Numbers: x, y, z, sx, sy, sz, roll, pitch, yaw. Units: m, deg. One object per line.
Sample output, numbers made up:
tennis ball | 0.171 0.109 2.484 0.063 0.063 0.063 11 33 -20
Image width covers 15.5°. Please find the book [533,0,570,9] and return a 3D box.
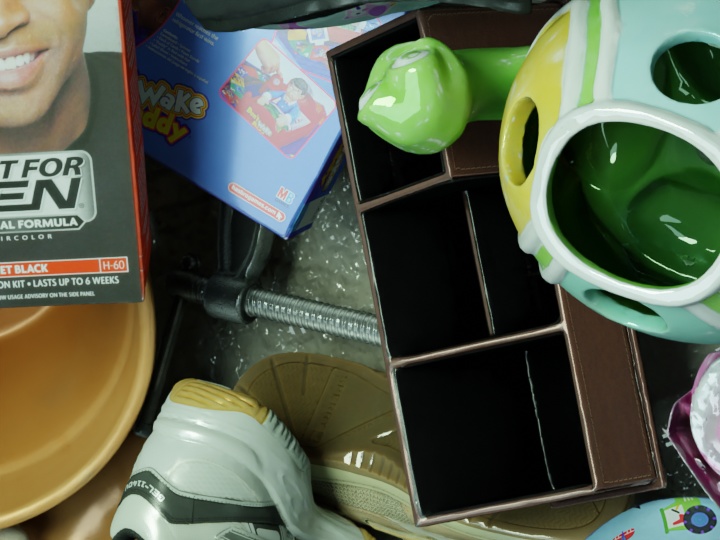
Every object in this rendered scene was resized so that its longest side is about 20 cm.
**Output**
book | 0.141 -0.114 1.035 0.200 0.048 0.134 49 127 12

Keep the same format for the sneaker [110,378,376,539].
sneaker | -0.045 0.134 1.155 0.075 0.088 0.200 9 149 42

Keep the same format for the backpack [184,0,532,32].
backpack | 0.011 -0.164 0.994 0.199 0.126 0.168 -18 92 31

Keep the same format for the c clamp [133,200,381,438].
c clamp | 0.000 0.000 1.151 0.199 0.027 0.172 6 85 30

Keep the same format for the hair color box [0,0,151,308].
hair color box | -0.140 -0.087 1.051 0.101 0.061 0.201 -4 113 0

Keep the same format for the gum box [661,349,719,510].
gum box | 0.214 0.097 1.008 0.200 0.113 0.066 52 125 9

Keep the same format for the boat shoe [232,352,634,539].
boat shoe | 0.036 0.086 1.158 0.199 0.071 0.065 16 151 33

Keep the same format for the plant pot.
plant pot | -0.191 0.001 1.194 0.199 0.140 0.201 -1 113 -3

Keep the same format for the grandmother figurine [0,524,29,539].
grandmother figurine | -0.208 0.135 1.215 0.121 0.201 0.061 -14 137 5

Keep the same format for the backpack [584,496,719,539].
backpack | 0.144 0.200 1.053 0.200 0.135 0.183 44 125 -2

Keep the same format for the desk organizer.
desk organizer | 0.052 -0.003 1.051 0.072 0.077 0.201 -18 81 53

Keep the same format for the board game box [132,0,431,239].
board game box | -0.078 -0.123 1.127 0.199 0.045 0.135 32 103 8

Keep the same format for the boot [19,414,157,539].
boot | -0.138 0.153 1.229 0.200 0.155 0.074 -16 136 45

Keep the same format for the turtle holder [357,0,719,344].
turtle holder | 0.106 -0.052 0.950 0.185 0.132 0.141 44 120 8
